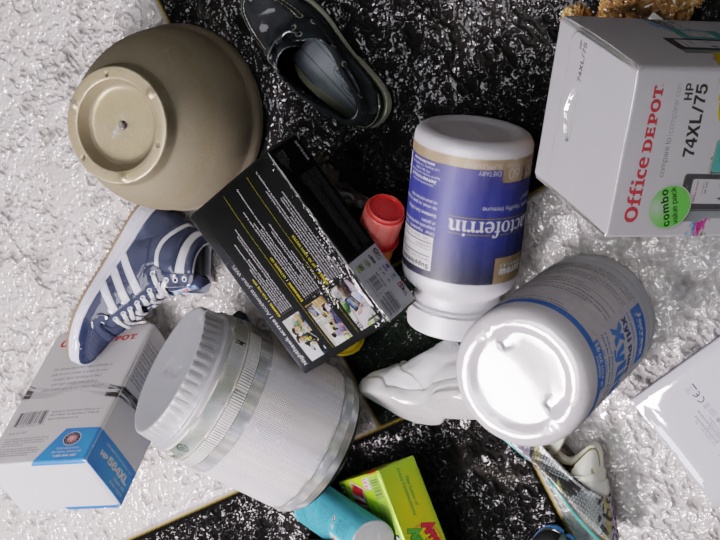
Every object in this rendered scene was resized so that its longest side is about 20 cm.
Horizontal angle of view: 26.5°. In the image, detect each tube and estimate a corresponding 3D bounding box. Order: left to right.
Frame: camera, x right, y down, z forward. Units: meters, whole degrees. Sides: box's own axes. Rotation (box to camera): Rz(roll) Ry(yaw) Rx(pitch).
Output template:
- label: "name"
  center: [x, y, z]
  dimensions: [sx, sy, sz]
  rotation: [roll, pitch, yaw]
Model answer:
- label: "tube"
  center: [-0.034, 0.261, 1.632]
  dimensions: [0.200, 0.050, 0.078]
  rotation: [21, 117, 60]

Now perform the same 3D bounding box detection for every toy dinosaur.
- label: "toy dinosaur"
  center: [-0.071, -0.065, 1.565]
  dimensions: [0.199, 0.102, 0.077]
  rotation: [-23, 93, 31]

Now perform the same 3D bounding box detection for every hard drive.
- label: "hard drive"
  center: [0.369, 0.118, 1.423]
  dimensions: [0.200, 0.025, 0.132]
  rotation: [-41, 84, 32]

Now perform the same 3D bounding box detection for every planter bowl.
- label: "planter bowl"
  center: [-0.219, -0.154, 1.587]
  dimensions: [0.199, 0.135, 0.201]
  rotation: [4, 101, 23]

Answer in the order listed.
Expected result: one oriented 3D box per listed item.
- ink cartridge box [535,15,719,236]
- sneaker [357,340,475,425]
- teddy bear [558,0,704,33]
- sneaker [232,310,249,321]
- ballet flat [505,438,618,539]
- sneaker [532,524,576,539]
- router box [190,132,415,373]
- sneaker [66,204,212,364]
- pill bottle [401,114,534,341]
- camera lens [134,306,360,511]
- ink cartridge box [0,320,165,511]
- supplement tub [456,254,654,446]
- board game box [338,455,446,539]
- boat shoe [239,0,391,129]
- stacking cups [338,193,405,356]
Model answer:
- label: "ink cartridge box"
  center: [0.271, -0.121, 1.275]
  dimensions: [0.146, 0.199, 0.147]
  rotation: [-126, 39, -59]
- label: "sneaker"
  center: [0.077, 0.104, 1.554]
  dimensions: [0.075, 0.089, 0.200]
  rotation: [32, 158, -30]
- label: "teddy bear"
  center: [0.245, -0.199, 1.380]
  dimensions: [0.144, 0.067, 0.201]
  rotation: [3, 106, 9]
- label: "sneaker"
  center: [-0.154, 0.133, 1.699]
  dimensions: [0.078, 0.066, 0.201]
  rotation: [31, 118, 3]
- label: "ballet flat"
  center: [0.199, 0.181, 1.514]
  dimensions: [0.200, 0.072, 0.072]
  rotation: [46, 121, 8]
- label: "sneaker"
  center: [0.173, 0.348, 1.567]
  dimensions: [0.071, 0.083, 0.200]
  rotation: [33, 118, 16]
- label: "router box"
  center: [-0.059, -0.013, 1.492]
  dimensions: [0.149, 0.051, 0.200]
  rotation: [-33, 94, 45]
- label: "sneaker"
  center: [-0.237, 0.030, 1.673]
  dimensions: [0.108, 0.070, 0.201]
  rotation: [28, 89, 15]
- label: "pill bottle"
  center: [0.100, -0.040, 1.472]
  dimensions: [0.115, 0.116, 0.201]
  rotation: [14, 112, 24]
- label: "camera lens"
  center: [-0.113, 0.146, 1.583]
  dimensions: [0.199, 0.160, 0.160]
  rotation: [29, 122, -19]
- label: "ink cartridge box"
  center: [-0.302, 0.162, 1.699]
  dimensions: [0.145, 0.201, 0.084]
  rotation: [-7, 131, 30]
- label: "supplement tub"
  center: [0.183, 0.070, 1.409]
  dimensions: [0.131, 0.200, 0.133]
  rotation: [9, 110, 27]
- label: "board game box"
  center: [0.052, 0.302, 1.601]
  dimensions: [0.102, 0.047, 0.201]
  rotation: [-30, 80, 62]
- label: "boat shoe"
  center: [-0.057, -0.214, 1.533]
  dimensions: [0.200, 0.066, 0.075]
  rotation: [49, 122, 7]
- label: "stacking cups"
  center: [0.000, 0.000, 1.538]
  dimensions: [0.060, 0.060, 0.200]
  rotation: [35, 136, 15]
